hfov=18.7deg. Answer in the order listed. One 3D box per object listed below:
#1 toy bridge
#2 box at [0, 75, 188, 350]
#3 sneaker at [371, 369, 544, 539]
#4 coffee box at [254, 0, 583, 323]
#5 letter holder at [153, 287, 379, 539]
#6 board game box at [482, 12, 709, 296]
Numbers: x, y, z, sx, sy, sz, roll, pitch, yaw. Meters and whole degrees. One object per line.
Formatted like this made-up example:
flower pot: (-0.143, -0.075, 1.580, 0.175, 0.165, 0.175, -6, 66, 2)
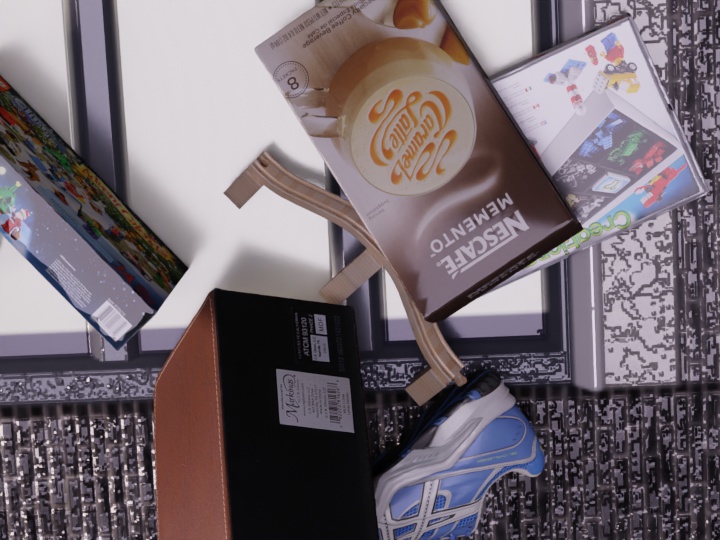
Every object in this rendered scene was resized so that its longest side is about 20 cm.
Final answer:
toy bridge: (0.000, 0.000, 1.418, 0.200, 0.027, 0.067, 47, 136, -1)
box: (-0.200, -0.047, 1.387, 0.038, 0.137, 0.200, -43, 96, 11)
sneaker: (0.035, 0.156, 1.443, 0.200, 0.076, 0.077, -41, 98, 14)
coffee box: (0.038, -0.082, 1.359, 0.114, 0.080, 0.200, -34, 83, 6)
letter holder: (-0.066, 0.137, 1.398, 0.100, 0.201, 0.142, 8, 147, -22)
board game box: (0.110, -0.067, 1.418, 0.199, 0.035, 0.127, -24, 98, 7)
